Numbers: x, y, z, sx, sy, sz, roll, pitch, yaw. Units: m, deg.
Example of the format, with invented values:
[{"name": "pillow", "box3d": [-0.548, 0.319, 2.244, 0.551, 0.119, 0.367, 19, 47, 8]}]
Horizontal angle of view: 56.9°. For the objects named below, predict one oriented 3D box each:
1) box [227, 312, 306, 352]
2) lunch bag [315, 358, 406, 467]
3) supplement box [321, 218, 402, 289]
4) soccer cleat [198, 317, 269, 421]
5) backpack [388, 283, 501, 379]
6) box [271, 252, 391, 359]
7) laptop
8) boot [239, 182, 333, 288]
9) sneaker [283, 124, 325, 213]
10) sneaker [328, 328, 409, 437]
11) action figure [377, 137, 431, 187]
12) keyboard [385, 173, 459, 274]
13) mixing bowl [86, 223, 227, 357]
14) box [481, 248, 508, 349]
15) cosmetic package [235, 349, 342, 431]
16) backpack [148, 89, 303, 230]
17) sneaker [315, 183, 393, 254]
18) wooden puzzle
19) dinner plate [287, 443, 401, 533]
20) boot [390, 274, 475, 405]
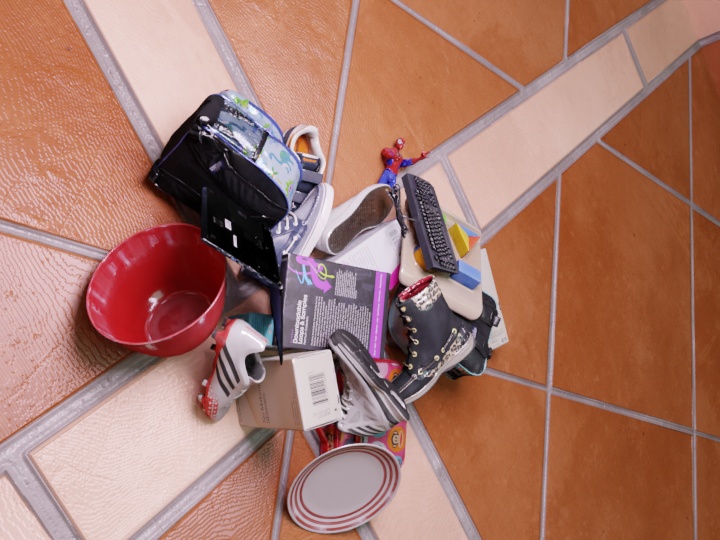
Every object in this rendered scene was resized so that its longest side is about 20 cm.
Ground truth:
[{"name": "box", "box3d": [-0.116, 0.107, 1.102, 0.196, 0.081, 0.051, 10, 76, -37]}, {"name": "lunch bag", "box3d": [-0.004, 0.254, 1.170, 0.173, 0.081, 0.206, 8, 77, -32]}, {"name": "supplement box", "box3d": [0.000, 0.000, 1.201, 0.199, 0.102, 0.103, -35, 104, -38]}, {"name": "soccer cleat", "box3d": [-0.184, 0.158, 0.980, 0.084, 0.203, 0.069, 23, 35, 8]}, {"name": "backpack", "box3d": [0.147, 0.093, 1.267, 0.198, 0.152, 0.179, 35, 62, -26]}, {"name": "box", "box3d": [-0.043, 0.061, 1.077, 0.196, 0.036, 0.147, 12, 79, -32]}, {"name": "laptop", "box3d": [-0.169, 0.003, 0.945, 0.198, 0.178, 0.104, 34, 106, -27]}, {"name": "boot", "box3d": [-0.121, -0.065, 1.104, 0.089, 0.072, 0.204, 25, 90, -28]}, {"name": "sneaker", "box3d": [-0.108, -0.157, 1.160, 0.077, 0.079, 0.206, 5, 81, -38]}, {"name": "sneaker", "box3d": [-0.016, 0.194, 1.053, 0.202, 0.114, 0.076, 54, 10, -23]}, {"name": "action figure", "box3d": [0.070, -0.182, 1.297, 0.065, 0.098, 0.204, 30, 62, -30]}, {"name": "keyboard", "box3d": [0.108, -0.089, 1.171, 0.125, 0.021, 0.204, 9, 53, -34]}, {"name": "mixing bowl", "box3d": [-0.272, 0.044, 0.945, 0.202, 0.196, 0.109, -59, 156, -29]}, {"name": "box", "box3d": [0.240, 0.064, 1.395, 0.067, 0.081, 0.205, -15, 92, -38]}, {"name": "cosmetic package", "box3d": [-0.117, 0.182, 1.013, 0.072, 0.198, 0.106, -8, 85, -39]}, {"name": "backpack", "box3d": [-0.191, -0.162, 1.027, 0.199, 0.181, 0.149, 37, 49, -24]}, {"name": "sneaker", "box3d": [-0.021, -0.103, 1.209, 0.199, 0.083, 0.074, -37, 124, -35]}, {"name": "wooden puzzle", "box3d": [0.158, -0.034, 1.215, 0.183, 0.046, 0.204, 27, 51, -22]}, {"name": "dinner plate", "box3d": [-0.027, 0.357, 1.099, 0.195, 0.024, 0.205, -10, 122, -16]}, {"name": "boot", "box3d": [0.087, 0.122, 1.132, 0.202, 0.073, 0.156, -36, 110, -11]}]
